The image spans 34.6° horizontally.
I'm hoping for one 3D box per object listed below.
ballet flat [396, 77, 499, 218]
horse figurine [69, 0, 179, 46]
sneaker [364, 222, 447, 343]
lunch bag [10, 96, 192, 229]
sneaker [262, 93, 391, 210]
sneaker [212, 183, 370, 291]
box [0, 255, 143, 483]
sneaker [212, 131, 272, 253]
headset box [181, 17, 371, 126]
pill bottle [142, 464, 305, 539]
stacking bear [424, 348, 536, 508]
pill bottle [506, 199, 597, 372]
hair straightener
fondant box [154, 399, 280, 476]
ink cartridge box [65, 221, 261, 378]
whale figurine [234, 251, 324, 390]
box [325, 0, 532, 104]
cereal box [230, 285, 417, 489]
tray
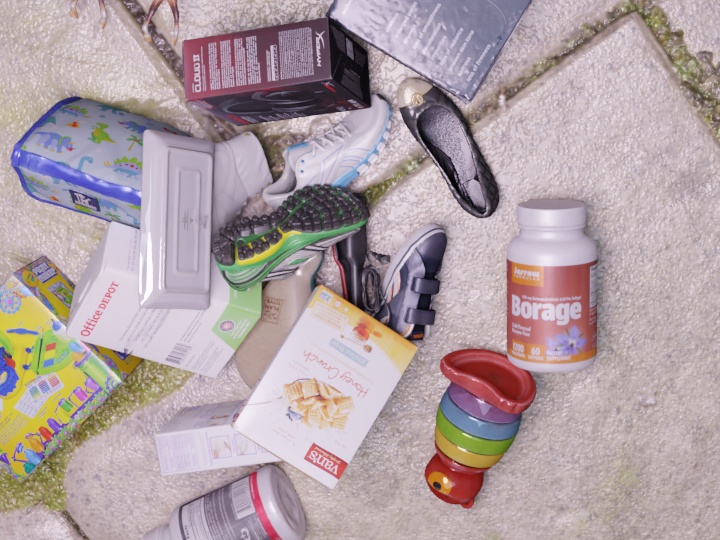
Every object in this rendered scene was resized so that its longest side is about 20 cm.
[{"bbox_3d":[0.112,-0.153,1.425,0.066,0.057,0.200,-34,98,9],"label":"ballet flat"},{"bbox_3d":[-0.276,-0.354,1.411,0.200,0.050,0.133,16,90,7],"label":"horse figurine"},{"bbox_3d":[0.064,0.039,1.451,0.079,0.078,0.200,43,113,30],"label":"sneaker"},{"bbox_3d":[-0.307,-0.125,1.389,0.170,0.200,0.128,17,102,0],"label":"lunch bag"},{"bbox_3d":[-0.044,-0.141,1.416,0.087,0.075,0.200,31,103,-36],"label":"sneaker"},{"bbox_3d":[-0.082,-0.040,1.392,0.200,0.078,0.085,-21,144,-14],"label":"sneaker"},{"bbox_3d":[-0.423,0.125,1.489,0.200,0.122,0.193,-43,96,12],"label":"box"},{"bbox_3d":[-0.159,-0.079,1.451,0.074,0.116,0.200,40,143,34],"label":"sneaker"},{"bbox_3d":[-0.105,-0.228,1.358,0.200,0.149,0.077,-6,83,17],"label":"headset box"},{"bbox_3d":[-0.182,0.344,1.524,0.200,0.111,0.111,-26,99,9],"label":"pill bottle"},{"bbox_3d":[0.140,0.211,1.476,0.121,0.114,0.200,29,116,22],"label":"stacking bear"},{"bbox_3d":[0.235,0.017,1.425,0.112,0.112,0.200,-1,102,4],"label":"pill bottle"},{"bbox_3d":[0.000,0.000,1.432,0.077,0.041,0.200,-12,78,43],"label":"hair straightener"},{"bbox_3d":[-0.146,0.205,1.473,0.200,0.144,0.058,-9,96,6],"label":"fondant box"},{"bbox_3d":[-0.240,0.039,1.418,0.200,0.084,0.146,19,134,-22],"label":"ink cartridge box"},{"bbox_3d":[-0.083,0.065,1.468,0.159,0.104,0.200,8,88,37],"label":"whale figurine"},{"bbox_3d":[0.094,-0.333,1.355,0.196,0.124,0.200,30,103,-4],"label":"box"},{"bbox_3d":[-0.043,0.139,1.376,0.144,0.040,0.200,32,80,-8],"label":"cereal box"},{"bbox_3d":[-0.203,-0.056,1.315,0.022,0.107,0.200,-1,87,39],"label":"tray"}]
